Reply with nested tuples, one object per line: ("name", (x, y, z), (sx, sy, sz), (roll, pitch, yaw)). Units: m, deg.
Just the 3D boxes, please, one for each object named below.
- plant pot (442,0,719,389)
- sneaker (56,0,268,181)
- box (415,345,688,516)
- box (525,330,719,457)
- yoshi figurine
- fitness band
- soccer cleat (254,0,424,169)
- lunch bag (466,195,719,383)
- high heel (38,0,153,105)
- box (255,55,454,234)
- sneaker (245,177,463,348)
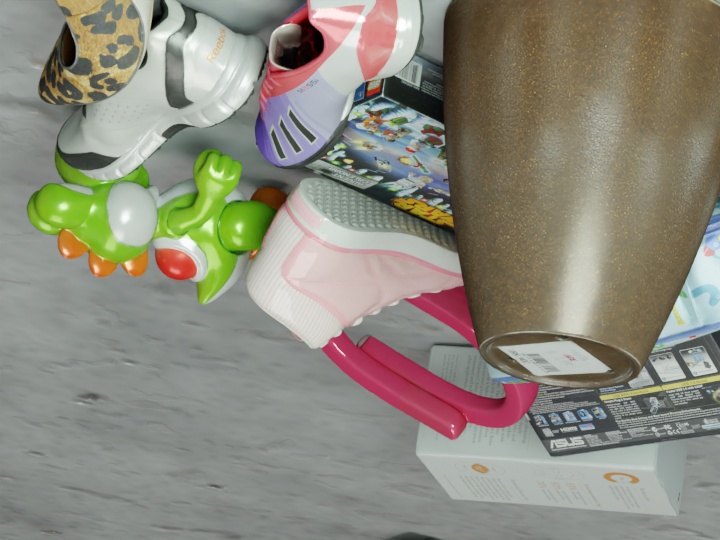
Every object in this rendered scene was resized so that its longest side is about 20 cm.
("plant pot", (0.126, -0.041, 1.374), (0.185, 0.202, 0.187), (8, 160, 3))
("sneaker", (-0.140, -0.119, 1.494), (0.080, 0.074, 0.199), (32, 146, -25))
("box", (0.160, 0.131, 1.958), (0.198, 0.098, 0.124), (3, 158, 18))
("box", (0.181, 0.051, 1.704), (0.199, 0.049, 0.162), (-13, 119, 44))
("yoshi figurine", (-0.128, -0.057, 1.626), (0.199, 0.112, 0.113), (7, 129, -28))
("fitness band", (0.041, 0.048, 1.759), (0.199, 0.037, 0.144), (29, 144, 19))
("soccer cleat", (-0.032, -0.119, 1.416), (0.073, 0.069, 0.200), (2, 159, -24))
("lunch bag", (0.174, 0.004, 1.524), (0.199, 0.083, 0.161), (-17, -176, 27))
("high heel", (-0.179, -0.164, 1.361), (0.142, 0.072, 0.200), (17, 145, -29))
("box", (0.051, -0.076, 1.543), (0.199, 0.040, 0.137), (23, 157, -32))
("sneaker", (0.000, 0.000, 1.621), (0.199, 0.075, 0.105), (8, 124, -50))
